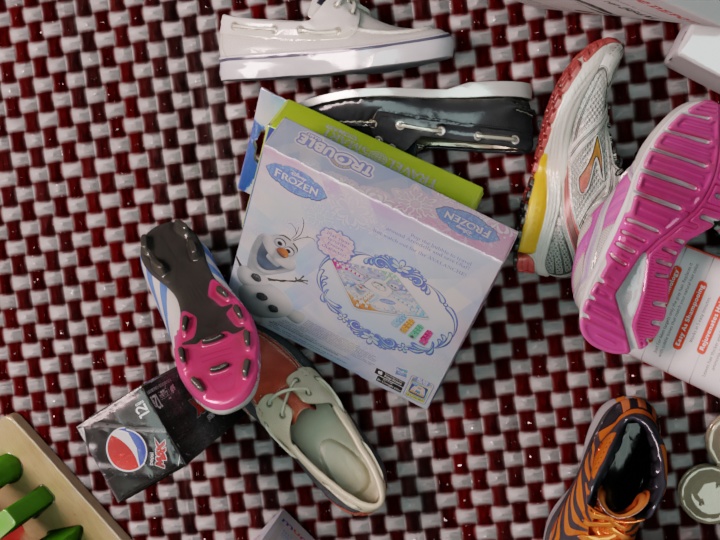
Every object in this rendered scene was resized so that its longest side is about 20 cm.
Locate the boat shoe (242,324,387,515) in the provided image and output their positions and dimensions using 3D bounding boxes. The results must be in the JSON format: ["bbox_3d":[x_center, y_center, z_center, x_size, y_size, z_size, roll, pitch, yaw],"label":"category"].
[{"bbox_3d":[-0.048,0.124,1.037,0.071,0.063,0.200,-38,89,-10],"label":"boat shoe"}]

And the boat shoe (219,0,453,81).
[{"bbox_3d":[-0.023,-0.198,1.016,0.200,0.071,0.070,-2,97,15],"label":"boat shoe"}]

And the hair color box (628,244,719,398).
[{"bbox_3d":[0.295,0.050,0.938,0.200,0.061,0.102,28,100,42],"label":"hair color box"}]

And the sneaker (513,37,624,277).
[{"bbox_3d":[0.182,-0.090,0.995,0.082,0.078,0.200,13,105,3],"label":"sneaker"}]

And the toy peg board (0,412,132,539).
[{"bbox_3d":[-0.326,0.270,1.078,0.199,0.098,0.200,-43,87,9],"label":"toy peg board"}]

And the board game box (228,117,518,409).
[{"bbox_3d":[0.000,0.000,0.980,0.200,0.043,0.199,27,139,5],"label":"board game box"}]

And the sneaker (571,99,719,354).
[{"bbox_3d":[0.213,-0.041,0.929,0.081,0.088,0.200,26,99,-17],"label":"sneaker"}]

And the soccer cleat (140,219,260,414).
[{"bbox_3d":[-0.125,0.045,1.003,0.070,0.086,0.200,-23,53,-7],"label":"soccer cleat"}]

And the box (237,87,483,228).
[{"bbox_3d":[-0.012,-0.056,1.005,0.200,0.048,0.122,25,135,5],"label":"box"}]

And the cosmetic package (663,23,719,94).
[{"bbox_3d":[0.343,-0.152,0.943,0.200,0.113,0.081,29,98,3],"label":"cosmetic package"}]

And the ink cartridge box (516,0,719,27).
[{"bbox_3d":[0.164,-0.241,0.896,0.200,0.146,0.084,23,101,51],"label":"ink cartridge box"}]

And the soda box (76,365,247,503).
[{"bbox_3d":[-0.154,0.120,0.989,0.063,0.200,0.071,-30,90,10],"label":"soda box"}]

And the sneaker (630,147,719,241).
[{"bbox_3d":[0.309,-0.043,0.976,0.200,0.080,0.087,17,107,12],"label":"sneaker"}]

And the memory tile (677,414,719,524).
[{"bbox_3d":[0.366,0.143,1.009,0.153,0.017,0.200,27,98,5],"label":"memory tile"}]

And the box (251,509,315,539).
[{"bbox_3d":[-0.040,0.319,1.001,0.200,0.176,0.097,44,99,3],"label":"box"}]

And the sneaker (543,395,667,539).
[{"bbox_3d":[0.195,0.202,0.990,0.077,0.112,0.200,12,96,7],"label":"sneaker"}]

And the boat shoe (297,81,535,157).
[{"bbox_3d":[0.044,-0.119,1.006,0.200,0.076,0.060,-3,88,9],"label":"boat shoe"}]
